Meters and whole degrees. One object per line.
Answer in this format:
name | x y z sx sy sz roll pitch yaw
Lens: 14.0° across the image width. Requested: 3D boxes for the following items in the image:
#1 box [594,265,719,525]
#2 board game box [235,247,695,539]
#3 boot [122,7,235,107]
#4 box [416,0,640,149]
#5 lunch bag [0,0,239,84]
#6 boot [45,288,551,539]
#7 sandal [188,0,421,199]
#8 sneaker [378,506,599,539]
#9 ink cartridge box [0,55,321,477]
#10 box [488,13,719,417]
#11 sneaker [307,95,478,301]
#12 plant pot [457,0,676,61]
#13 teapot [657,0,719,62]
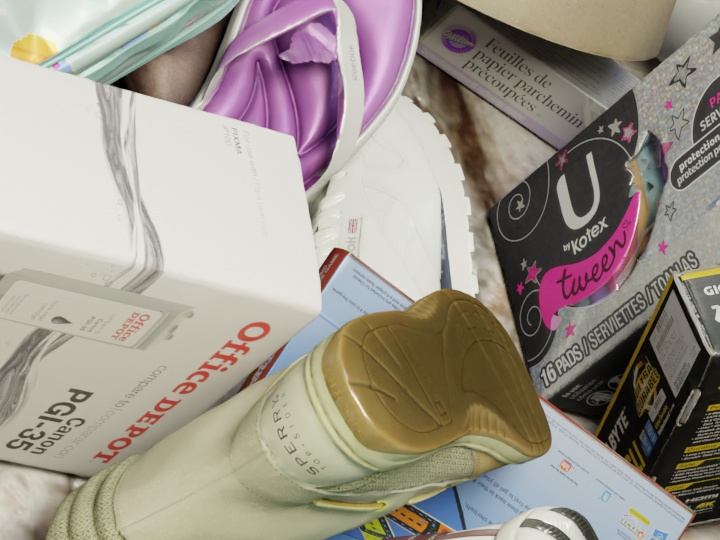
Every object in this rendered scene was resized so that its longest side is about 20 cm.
box | 0.214 0.046 1.298 0.199 0.160 0.049 -9 57 -17
board game box | 0.038 0.089 1.206 0.200 0.019 0.103 37 80 -22
boot | -0.066 -0.146 1.332 0.200 0.072 0.167 -26 89 -47
box | 0.116 -0.079 1.457 0.200 0.039 0.042 33 40 -20
lunch bag | -0.141 -0.139 1.192 0.200 0.077 0.161 -33 84 -26
boot | -0.020 0.075 1.123 0.072 0.154 0.200 63 21 11
sandal | -0.031 -0.072 1.243 0.082 0.050 0.203 34 67 -6
sneaker | 0.056 0.168 1.180 0.076 0.115 0.200 -66 145 -43
ink cartridge box | -0.134 -0.003 1.076 0.200 0.146 0.083 14 51 -35
box | 0.175 -0.025 1.340 0.132 0.200 0.115 14 49 -36
sneaker | 0.000 0.000 1.263 0.080 0.076 0.200 6 54 -29
plant pot | 0.102 -0.231 1.387 0.187 0.200 0.187 24 17 -8
teapot | 0.230 -0.152 1.538 0.200 0.197 0.146 -53 141 -23
